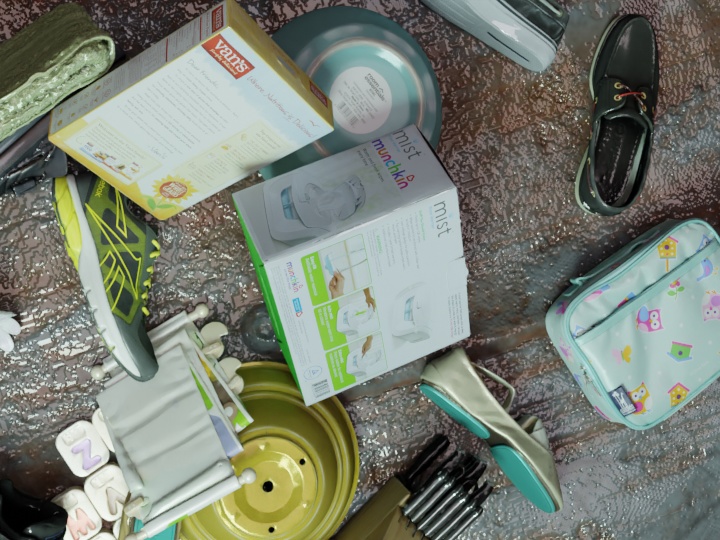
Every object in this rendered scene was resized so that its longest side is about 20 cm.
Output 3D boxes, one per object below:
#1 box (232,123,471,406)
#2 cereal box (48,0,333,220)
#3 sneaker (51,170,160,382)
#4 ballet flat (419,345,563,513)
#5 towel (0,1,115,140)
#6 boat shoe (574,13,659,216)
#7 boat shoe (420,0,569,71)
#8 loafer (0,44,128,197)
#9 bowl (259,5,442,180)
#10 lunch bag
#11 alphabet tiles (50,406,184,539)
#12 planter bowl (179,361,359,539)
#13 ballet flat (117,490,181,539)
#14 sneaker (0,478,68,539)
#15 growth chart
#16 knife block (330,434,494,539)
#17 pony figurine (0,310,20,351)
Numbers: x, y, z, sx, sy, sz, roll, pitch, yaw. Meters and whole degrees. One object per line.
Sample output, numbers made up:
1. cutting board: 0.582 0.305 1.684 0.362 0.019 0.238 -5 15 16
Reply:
1. box: 0.000 0.000 0.963 0.174 0.097 0.202 -23 139 -9
2. cereal box: -0.140 -0.127 0.909 0.198 0.040 0.144 -24 140 24
3. sneaker: -0.212 -0.001 0.978 0.083 0.074 0.203 -20 90 -15
4. ballet flat: 0.144 0.153 1.074 0.070 0.069 0.200 -45 101 -5
5. towel: -0.304 -0.153 0.926 0.199 0.148 0.037 -38 125 -6
6. boat shoe: 0.262 -0.155 1.076 0.072 0.063 0.205 11 90 -9
7. boat shoe: 0.115 -0.272 1.041 0.199 0.072 0.072 33 78 -22
8. loafer: -0.263 -0.115 0.951 0.063 0.072 0.200 46 67 -12
9. bowl: -0.007 -0.147 1.000 0.197 0.105 0.205 -1 95 -11
10. lunch bag: 0.291 0.050 1.086 0.199 0.077 0.162 -35 100 -7
11. alphabet tiles: -0.190 0.208 1.034 0.198 0.015 0.197 -32 100 -8
12. planter bowl: -0.090 0.191 1.004 0.197 0.083 0.204 -1 94 -11
13. ballet flat: -0.199 0.281 1.000 0.068 0.063 0.203 7 104 -24
14. sneaker: -0.291 0.276 0.980 0.111 0.077 0.200 -42 94 12
15. growth chart: -0.166 0.130 0.974 0.143 0.018 0.202 -23 56 -3
16. knife block: 0.036 0.250 1.067 0.064 0.199 0.176 47 40 -9
17. pony figurine: -0.394 0.077 0.905 0.198 0.193 0.168 32 86 1
